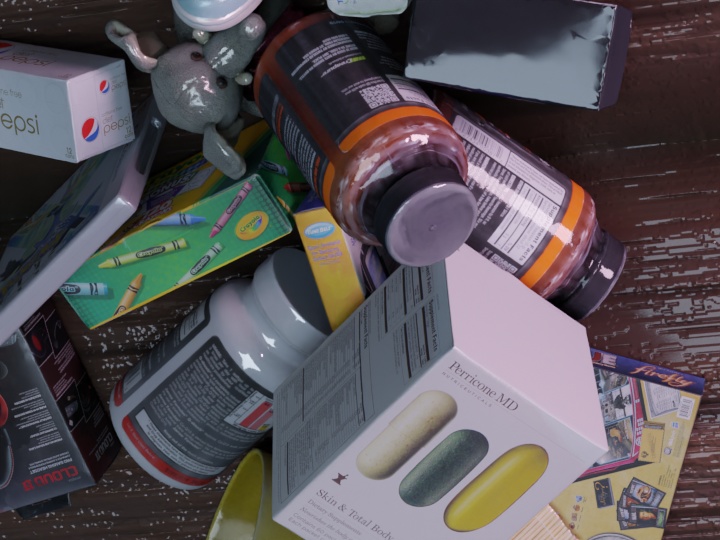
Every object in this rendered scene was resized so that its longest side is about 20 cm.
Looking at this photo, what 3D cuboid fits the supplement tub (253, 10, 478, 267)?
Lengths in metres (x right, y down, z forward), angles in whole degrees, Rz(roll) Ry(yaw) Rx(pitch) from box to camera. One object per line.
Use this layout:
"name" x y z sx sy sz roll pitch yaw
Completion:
"supplement tub" 0.007 -0.089 1.501 0.106 0.200 0.107 -17 135 -18

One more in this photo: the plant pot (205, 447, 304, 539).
"plant pot" -0.051 0.265 1.783 0.141 0.200 0.201 19 117 -12

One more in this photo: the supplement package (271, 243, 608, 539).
"supplement package" 0.053 0.110 1.567 0.151 0.151 0.200 34 117 -22

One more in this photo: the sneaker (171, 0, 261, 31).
"sneaker" -0.086 -0.279 1.527 0.079 0.201 0.131 17 155 9

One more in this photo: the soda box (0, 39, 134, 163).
"soda box" -0.270 -0.138 1.678 0.199 0.064 0.069 12 117 38

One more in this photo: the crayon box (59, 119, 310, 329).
"crayon box" -0.137 -0.040 1.698 0.199 0.119 0.058 -25 111 21

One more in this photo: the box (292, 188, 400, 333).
"box" 0.000 0.000 1.685 0.041 0.119 0.201 -14 108 19

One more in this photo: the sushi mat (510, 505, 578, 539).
"sushi mat" 0.088 0.264 1.738 0.200 0.012 0.096 -43 102 -9

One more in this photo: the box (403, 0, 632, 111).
"box" 0.117 -0.164 1.536 0.140 0.200 0.079 8 97 10

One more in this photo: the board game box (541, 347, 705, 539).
"board game box" 0.193 0.164 1.754 0.135 0.035 0.201 15 115 7

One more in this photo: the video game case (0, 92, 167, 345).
"video game case" -0.231 -0.036 1.690 0.022 0.183 0.200 39 116 -17

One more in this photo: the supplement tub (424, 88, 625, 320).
"supplement tub" 0.104 -0.044 1.633 0.200 0.107 0.107 34 116 -14

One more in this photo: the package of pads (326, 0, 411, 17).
"package of pads" 0.012 -0.295 1.536 0.068 0.155 0.201 -1 112 14

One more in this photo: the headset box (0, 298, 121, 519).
"headset box" -0.309 0.120 1.834 0.148 0.075 0.201 -17 107 19

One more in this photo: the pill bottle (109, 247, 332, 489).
"pill bottle" -0.102 0.079 1.745 0.116 0.116 0.200 45 115 -8

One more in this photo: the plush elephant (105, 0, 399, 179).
"plush elephant" -0.100 -0.164 1.618 0.165 0.155 0.200 42 115 -6
